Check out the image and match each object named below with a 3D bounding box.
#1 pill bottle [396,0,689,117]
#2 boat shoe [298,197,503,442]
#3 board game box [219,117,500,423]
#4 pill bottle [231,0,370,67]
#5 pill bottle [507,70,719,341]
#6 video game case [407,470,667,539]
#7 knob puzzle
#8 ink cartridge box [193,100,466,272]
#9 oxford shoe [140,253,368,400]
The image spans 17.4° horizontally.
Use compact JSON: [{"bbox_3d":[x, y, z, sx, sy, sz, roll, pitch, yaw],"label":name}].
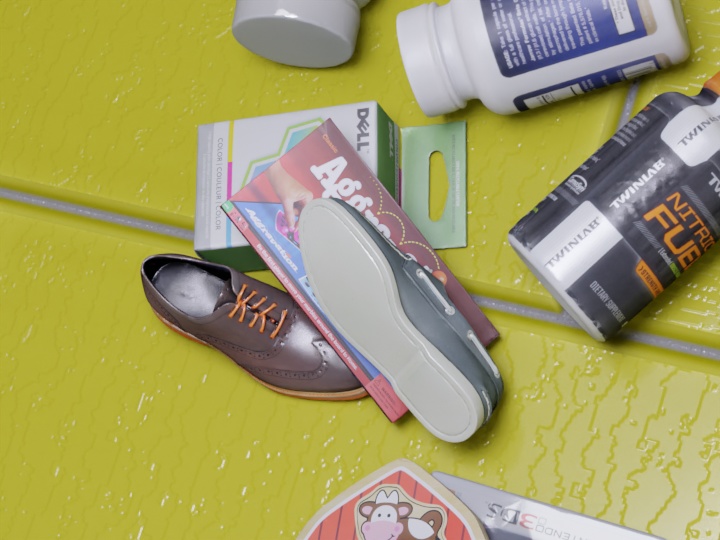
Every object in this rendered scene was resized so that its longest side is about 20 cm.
[{"bbox_3d":[0.132,-0.179,1.724,0.199,0.111,0.112,-16,67,13],"label":"pill bottle"},{"bbox_3d":[0.030,0.028,1.673,0.200,0.062,0.073,53,132,4],"label":"boat shoe"},{"bbox_3d":[0.000,0.000,1.699,0.103,0.019,0.200,-39,93,-6],"label":"board game box"},{"bbox_3d":[-0.036,-0.267,1.811,0.113,0.114,0.201,3,72,20],"label":"pill bottle"},{"bbox_3d":[0.208,-0.053,1.656,0.200,0.106,0.106,-43,64,1],"label":"pill bottle"},{"bbox_3d":[0.100,0.256,1.628,0.181,0.023,0.201,14,77,23],"label":"video game case"},{"bbox_3d":[0.011,0.226,1.643,0.219,0.030,0.221,-14,61,27],"label":"knob puzzle"},{"bbox_3d":[-0.023,-0.064,1.765,0.199,0.059,0.104,-6,69,17],"label":"ink cartridge box"},{"bbox_3d":[-0.077,0.041,1.735,0.199,0.073,0.072,19,77,17],"label":"oxford shoe"}]
